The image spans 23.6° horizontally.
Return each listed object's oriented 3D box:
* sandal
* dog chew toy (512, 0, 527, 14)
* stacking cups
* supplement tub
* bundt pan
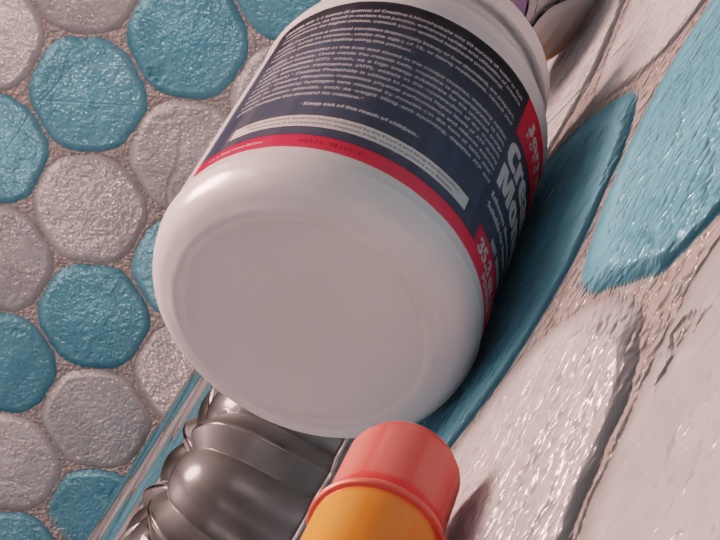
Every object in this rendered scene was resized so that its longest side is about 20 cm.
[{"bbox_3d":[0.107,-0.155,0.994,0.079,0.059,0.207,-30,3,44],"label":"sandal"},{"bbox_3d":[0.068,-0.178,1.160,0.125,0.124,0.200,-50,18,58],"label":"dog chew toy"},{"bbox_3d":[-0.007,0.117,0.506,0.061,0.060,0.200,-55,1,36],"label":"stacking cups"},{"bbox_3d":[0.004,-0.037,0.761,0.140,0.140,0.200,-54,7,41],"label":"supplement tub"},{"bbox_3d":[-0.073,0.123,0.944,0.202,0.076,0.202,-57,5,7],"label":"bundt pan"}]
